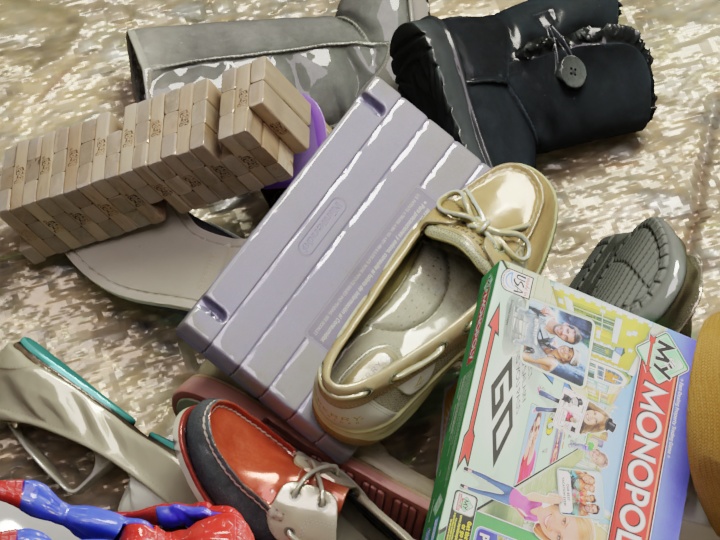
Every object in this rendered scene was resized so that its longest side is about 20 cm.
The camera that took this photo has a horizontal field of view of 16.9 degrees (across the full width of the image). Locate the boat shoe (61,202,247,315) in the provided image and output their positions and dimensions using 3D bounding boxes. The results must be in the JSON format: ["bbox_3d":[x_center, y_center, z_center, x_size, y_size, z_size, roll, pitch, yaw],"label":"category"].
[{"bbox_3d":[-0.101,0.003,1.494,0.199,0.063,0.073,20,73,28],"label":"boat shoe"}]

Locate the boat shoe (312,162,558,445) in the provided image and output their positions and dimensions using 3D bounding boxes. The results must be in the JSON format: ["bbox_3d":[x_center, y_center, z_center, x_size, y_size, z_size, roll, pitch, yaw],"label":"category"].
[{"bbox_3d":[0.044,0.009,1.372,0.073,0.063,0.201,37,69,18],"label":"boat shoe"}]

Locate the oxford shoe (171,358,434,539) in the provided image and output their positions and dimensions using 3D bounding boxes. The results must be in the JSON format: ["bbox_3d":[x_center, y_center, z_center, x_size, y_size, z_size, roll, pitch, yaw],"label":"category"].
[{"bbox_3d":[-0.011,0.100,1.445,0.199,0.071,0.074,30,56,9],"label":"oxford shoe"}]

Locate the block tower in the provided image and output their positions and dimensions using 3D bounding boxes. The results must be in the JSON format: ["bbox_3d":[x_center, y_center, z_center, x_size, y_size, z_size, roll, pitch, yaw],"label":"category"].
[{"bbox_3d":[-0.130,-0.065,1.463,0.199,0.058,0.054,-19,50,25],"label":"block tower"}]

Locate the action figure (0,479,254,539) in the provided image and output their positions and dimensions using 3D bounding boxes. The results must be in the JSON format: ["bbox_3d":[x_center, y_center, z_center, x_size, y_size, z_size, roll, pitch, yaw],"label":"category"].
[{"bbox_3d":[-0.131,0.151,1.328,0.199,0.052,0.066,8,43,-8],"label":"action figure"}]

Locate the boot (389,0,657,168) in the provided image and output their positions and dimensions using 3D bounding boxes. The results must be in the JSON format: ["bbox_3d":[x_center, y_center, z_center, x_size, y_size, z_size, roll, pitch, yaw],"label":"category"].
[{"bbox_3d":[0.121,-0.081,1.543,0.167,0.076,0.201,-13,84,-28],"label":"boot"}]

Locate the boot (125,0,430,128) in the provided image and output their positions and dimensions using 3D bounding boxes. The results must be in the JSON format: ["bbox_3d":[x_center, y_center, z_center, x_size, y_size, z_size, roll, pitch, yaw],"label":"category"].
[{"bbox_3d":[-0.053,-0.156,1.585,0.198,0.073,0.183,-8,63,-2],"label":"boot"}]

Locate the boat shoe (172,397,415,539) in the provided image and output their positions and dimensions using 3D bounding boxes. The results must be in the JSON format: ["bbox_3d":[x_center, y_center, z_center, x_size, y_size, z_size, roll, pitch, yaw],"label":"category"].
[{"bbox_3d":[-0.022,0.141,1.377,0.200,0.062,0.071,46,43,-11],"label":"boat shoe"}]

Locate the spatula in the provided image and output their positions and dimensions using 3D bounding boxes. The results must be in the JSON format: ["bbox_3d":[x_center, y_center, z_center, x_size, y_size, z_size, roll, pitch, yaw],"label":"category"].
[{"bbox_3d":[-0.105,-0.070,1.505,0.199,0.021,0.057,-8,93,25],"label":"spatula"}]

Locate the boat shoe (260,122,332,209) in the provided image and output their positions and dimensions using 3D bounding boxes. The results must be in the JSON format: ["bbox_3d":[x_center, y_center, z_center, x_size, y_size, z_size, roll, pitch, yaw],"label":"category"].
[{"bbox_3d":[-0.002,-0.036,1.515,0.066,0.074,0.201,-30,84,-30],"label":"boat shoe"}]

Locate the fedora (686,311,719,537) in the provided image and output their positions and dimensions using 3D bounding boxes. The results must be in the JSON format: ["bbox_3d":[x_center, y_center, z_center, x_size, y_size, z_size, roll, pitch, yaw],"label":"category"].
[{"bbox_3d":[0.222,0.082,1.308,0.081,0.201,0.202,-5,60,19],"label":"fedora"}]

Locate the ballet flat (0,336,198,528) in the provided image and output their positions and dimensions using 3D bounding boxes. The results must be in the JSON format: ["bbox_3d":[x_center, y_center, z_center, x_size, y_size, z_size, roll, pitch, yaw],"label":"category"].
[{"bbox_3d":[-0.139,0.114,1.437,0.199,0.070,0.070,31,64,14],"label":"ballet flat"}]

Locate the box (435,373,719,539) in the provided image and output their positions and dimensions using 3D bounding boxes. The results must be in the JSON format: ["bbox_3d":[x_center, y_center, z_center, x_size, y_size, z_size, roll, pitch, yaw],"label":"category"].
[{"bbox_3d":[0.153,0.114,1.396,0.199,0.113,0.102,15,60,-17],"label":"box"}]

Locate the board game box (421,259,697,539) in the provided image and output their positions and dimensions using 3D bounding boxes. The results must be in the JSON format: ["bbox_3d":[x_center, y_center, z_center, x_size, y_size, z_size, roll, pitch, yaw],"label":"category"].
[{"bbox_3d":[0.109,0.107,1.297,0.134,0.029,0.201,21,59,-12],"label":"board game box"}]

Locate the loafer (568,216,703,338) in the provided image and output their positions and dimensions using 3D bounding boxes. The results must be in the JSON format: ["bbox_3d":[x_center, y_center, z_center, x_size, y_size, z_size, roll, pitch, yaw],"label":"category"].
[{"bbox_3d":[0.175,0.016,1.443,0.069,0.200,0.075,34,91,-5],"label":"loafer"}]

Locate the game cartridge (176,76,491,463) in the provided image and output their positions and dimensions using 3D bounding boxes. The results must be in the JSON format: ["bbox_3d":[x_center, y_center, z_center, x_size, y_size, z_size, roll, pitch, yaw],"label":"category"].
[{"bbox_3d":[0.000,0.000,1.421,0.129,0.038,0.200,40,67,-7],"label":"game cartridge"}]

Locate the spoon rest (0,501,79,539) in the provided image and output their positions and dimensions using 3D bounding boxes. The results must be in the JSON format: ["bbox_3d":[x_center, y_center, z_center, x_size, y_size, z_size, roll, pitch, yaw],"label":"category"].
[{"bbox_3d":[-0.157,0.178,1.392,0.198,0.061,0.100,-1,102,-7],"label":"spoon rest"}]
